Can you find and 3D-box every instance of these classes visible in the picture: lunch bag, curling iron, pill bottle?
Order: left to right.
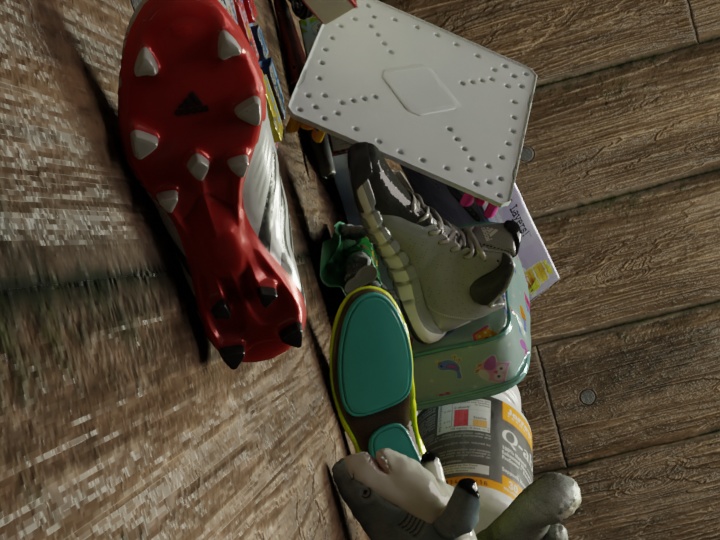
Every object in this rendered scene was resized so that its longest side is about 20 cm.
[{"bbox_3d":[-0.050,-0.178,1.298,0.050,0.026,0.201,-30,-114,58],"label":"curling iron"},{"bbox_3d":[0.072,0.041,1.328,0.200,0.160,0.077,-85,155,-56],"label":"lunch bag"},{"bbox_3d":[0.100,0.181,1.328,0.200,0.116,0.117,-81,157,-55],"label":"pill bottle"}]

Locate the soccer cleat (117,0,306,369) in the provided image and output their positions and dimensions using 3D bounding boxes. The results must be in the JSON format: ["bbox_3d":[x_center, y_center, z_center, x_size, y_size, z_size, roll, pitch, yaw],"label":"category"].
[{"bbox_3d":[-0.069,-0.046,0.681,0.085,0.068,0.200,-111,-174,-56],"label":"soccer cleat"}]

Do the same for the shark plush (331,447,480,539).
[{"bbox_3d":[0.040,0.213,1.011,0.091,0.083,0.200,-137,-147,-63],"label":"shark plush"}]

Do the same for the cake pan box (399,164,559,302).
[{"bbox_3d":[0.103,-0.079,1.472,0.200,0.052,0.184,42,-16,53],"label":"cake pan box"}]

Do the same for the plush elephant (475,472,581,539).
[{"bbox_3d":[0.116,0.284,1.117,0.155,0.165,0.200,52,-27,18],"label":"plush elephant"}]

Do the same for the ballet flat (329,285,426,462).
[{"bbox_3d":[0.011,0.105,1.101,0.067,0.067,0.200,-153,-132,-69],"label":"ballet flat"}]

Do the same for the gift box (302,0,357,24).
[{"bbox_3d":[-0.033,-0.342,1.161,0.200,0.187,0.185,46,26,-37],"label":"gift box"}]

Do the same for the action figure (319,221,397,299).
[{"bbox_3d":[0.000,0.000,1.259,0.200,0.055,0.118,-98,169,-74],"label":"action figure"}]

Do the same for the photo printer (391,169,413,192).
[{"bbox_3d":[0.059,0.012,1.567,0.167,0.069,0.200,69,1,-49],"label":"photo printer"}]

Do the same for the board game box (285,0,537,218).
[{"bbox_3d":[0.047,-0.149,1.259,0.200,0.200,0.026,-73,-173,-47],"label":"board game box"}]

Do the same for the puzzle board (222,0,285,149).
[{"bbox_3d":[-0.087,-0.176,1.019,0.151,0.017,0.200,-92,165,-65],"label":"puzzle board"}]

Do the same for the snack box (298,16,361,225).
[{"bbox_3d":[-0.012,-0.142,1.406,0.200,0.053,0.143,74,5,-72],"label":"snack box"}]

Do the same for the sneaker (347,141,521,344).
[{"bbox_3d":[0.068,-0.037,1.184,0.075,0.115,0.200,-97,165,-52],"label":"sneaker"}]
